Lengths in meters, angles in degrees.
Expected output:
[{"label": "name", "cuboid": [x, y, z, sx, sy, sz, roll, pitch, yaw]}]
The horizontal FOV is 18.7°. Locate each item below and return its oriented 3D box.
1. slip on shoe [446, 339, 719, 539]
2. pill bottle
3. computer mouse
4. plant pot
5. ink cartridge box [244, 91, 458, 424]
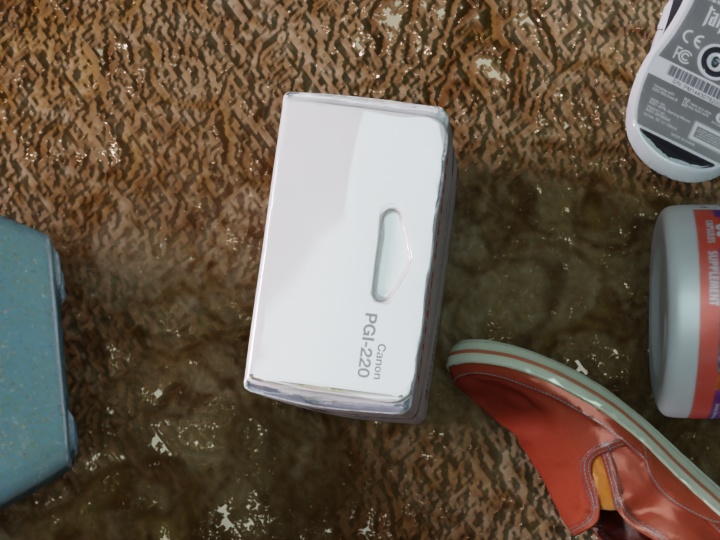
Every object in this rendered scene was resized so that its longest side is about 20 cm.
[{"label": "slip on shoe", "cuboid": [0.123, 0.107, 1.147, 0.200, 0.074, 0.061, 40, 71, 0]}, {"label": "pill bottle", "cuboid": [0.253, 0.022, 1.132, 0.199, 0.111, 0.112, 0, 85, 2]}, {"label": "computer mouse", "cuboid": [0.199, -0.139, 1.185, 0.109, 0.044, 0.201, 28, 81, -1]}, {"label": "plant pot", "cuboid": [-0.247, 0.054, 1.114, 0.199, 0.196, 0.197, -4, 84, -7]}, {"label": "ink cartridge box", "cuboid": [0.000, 0.000, 1.098, 0.084, 0.200, 0.147, 7, 85, 3]}]
